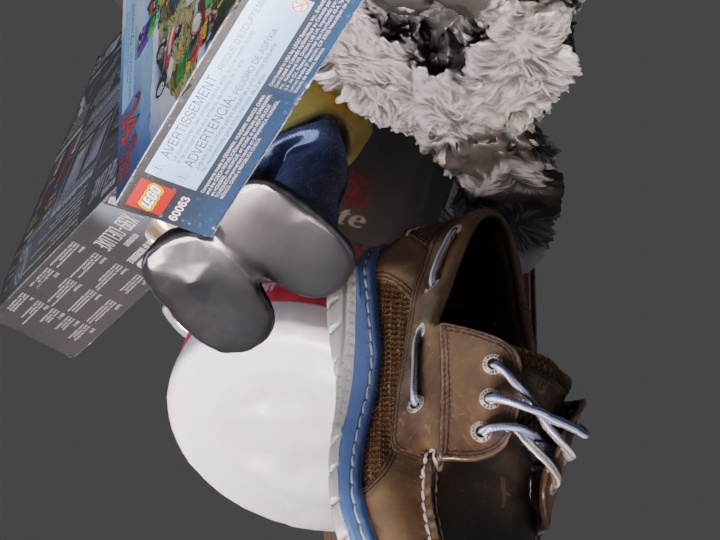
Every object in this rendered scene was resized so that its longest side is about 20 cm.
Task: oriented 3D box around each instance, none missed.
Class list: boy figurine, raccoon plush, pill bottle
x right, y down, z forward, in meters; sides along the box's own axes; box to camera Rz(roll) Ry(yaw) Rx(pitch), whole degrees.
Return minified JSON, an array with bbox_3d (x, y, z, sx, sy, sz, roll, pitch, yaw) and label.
[{"bbox_3d":[-0.031,-0.058,0.951,0.064,0.124,0.200,44,-152,-26],"label":"boy figurine"},{"bbox_3d":[0.031,-0.107,0.892,0.200,0.096,0.134,93,-178,-55],"label":"raccoon plush"},{"bbox_3d":[0.000,0.000,1.015,0.200,0.110,0.111,-70,-14,-47],"label":"pill bottle"}]

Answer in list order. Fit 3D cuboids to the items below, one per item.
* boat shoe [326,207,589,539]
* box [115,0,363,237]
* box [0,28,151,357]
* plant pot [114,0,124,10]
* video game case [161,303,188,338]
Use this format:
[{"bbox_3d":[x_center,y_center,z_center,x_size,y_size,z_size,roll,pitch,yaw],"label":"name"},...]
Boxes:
[{"bbox_3d":[0.034,0.052,0.831,0.072,0.072,0.201,33,-149,-36],"label":"boat shoe"},{"bbox_3d":[-0.039,-0.129,0.854,0.137,0.038,0.201,-55,26,37],"label":"box"},{"bbox_3d":[-0.090,-0.066,1.127,0.200,0.050,0.158,-38,29,56],"label":"box"},{"bbox_3d":[-0.035,-0.217,1.288,0.173,0.199,0.201,172,96,-69],"label":"plant pot"},{"bbox_3d":[-0.022,-0.035,1.215,0.023,0.182,0.200,50,178,-3],"label":"video game case"}]
